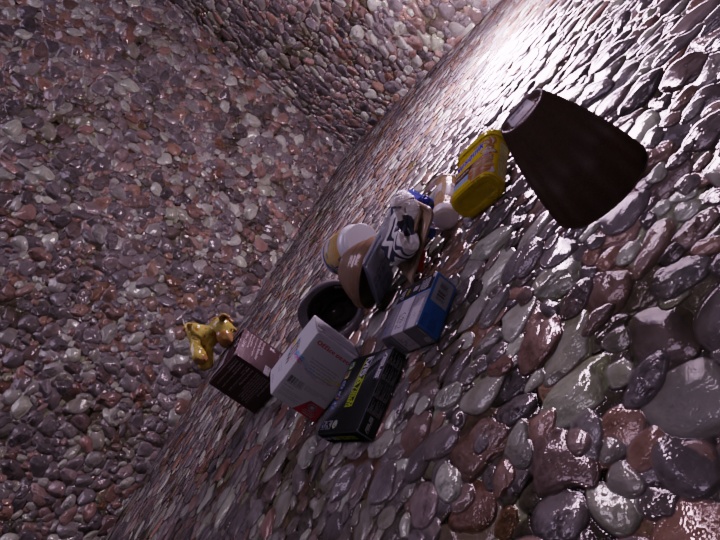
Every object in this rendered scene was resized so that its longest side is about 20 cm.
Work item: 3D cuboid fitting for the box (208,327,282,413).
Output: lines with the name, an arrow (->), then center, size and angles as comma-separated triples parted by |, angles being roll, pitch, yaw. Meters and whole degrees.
box -> -0.381, 0.344, 1.907 | 0.164, 0.199, 0.166 | -47, 17, 21

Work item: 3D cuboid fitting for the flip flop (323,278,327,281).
flip flop -> -0.150, 0.083, 2.058 | 0.081, 0.057, 0.201 | -47, 16, 22

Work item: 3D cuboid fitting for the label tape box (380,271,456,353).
label tape box -> 0.109, 0.105, 1.220 | 0.200, 0.063, 0.145 | -33, 25, 53

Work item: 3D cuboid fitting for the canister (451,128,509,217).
canister -> 0.299, -0.240, 1.370 | 0.148, 0.086, 0.201 | -40, 21, 41

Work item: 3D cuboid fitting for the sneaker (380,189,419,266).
sneaker -> 0.095, -0.100, 1.428 | 0.130, 0.079, 0.201 | 129, 141, -50

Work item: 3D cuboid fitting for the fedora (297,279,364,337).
fedora -> -0.081, 0.123, 1.610 | 0.200, 0.177, 0.090 | -39, -15, -8

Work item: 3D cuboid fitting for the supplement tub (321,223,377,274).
supplement tub -> -0.035, -0.073, 1.889 | 0.200, 0.144, 0.145 | -27, 30, 60

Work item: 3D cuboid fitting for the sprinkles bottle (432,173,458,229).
sprinkles bottle -> 0.231, -0.188, 1.489 | 0.068, 0.068, 0.201 | -43, 18, 32

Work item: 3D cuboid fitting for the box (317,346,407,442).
box -> 0.001, 0.274, 1.205 | 0.193, 0.047, 0.201 | -33, 26, 58

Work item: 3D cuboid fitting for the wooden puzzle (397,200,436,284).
wooden puzzle -> 0.151, -0.077, 1.455 | 0.185, 0.046, 0.202 | -120, 41, -74

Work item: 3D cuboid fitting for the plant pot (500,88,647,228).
plant pot -> 0.341, -0.206, 0.943 | 0.187, 0.199, 0.187 | -49, 15, 18

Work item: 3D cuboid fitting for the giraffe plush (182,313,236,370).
giraffe plush -> -0.513, 0.231, 1.931 | 0.161, 0.202, 0.173 | -21, -3, -10

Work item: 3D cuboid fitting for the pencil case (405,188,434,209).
pencil case -> 0.170, -0.197, 1.666 | 0.200, 0.077, 0.088 | -117, 36, -73

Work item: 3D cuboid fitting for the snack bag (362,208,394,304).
snack bag -> 0.068, -0.037, 1.507 | 0.201, 0.021, 0.189 | -63, -27, -28

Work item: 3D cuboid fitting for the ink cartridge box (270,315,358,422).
ink cartridge box -> -0.118, 0.249, 1.429 | 0.201, 0.145, 0.145 | -51, 15, 6

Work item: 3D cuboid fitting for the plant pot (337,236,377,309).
plant pot -> 0.000, 0.000, 1.515 | 0.201, 0.092, 0.203 | -43, -41, -52
